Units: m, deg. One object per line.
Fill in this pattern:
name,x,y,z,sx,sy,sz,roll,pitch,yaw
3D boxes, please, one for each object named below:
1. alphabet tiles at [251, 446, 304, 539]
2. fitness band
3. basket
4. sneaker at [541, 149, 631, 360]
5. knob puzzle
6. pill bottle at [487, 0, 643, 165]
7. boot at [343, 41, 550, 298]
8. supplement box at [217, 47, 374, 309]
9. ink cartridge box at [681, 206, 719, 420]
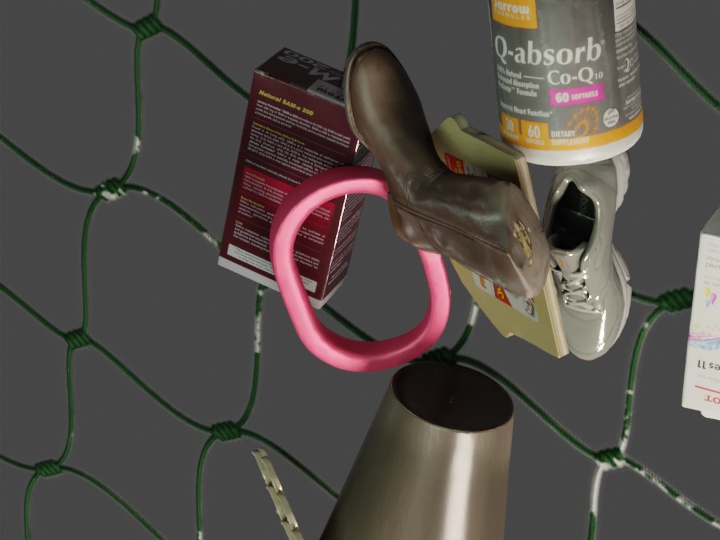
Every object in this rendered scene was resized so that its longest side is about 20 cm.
alphabet tiles,-0.054,0.263,1.856,0.014,0.201,0.196,-22,146,-5
fitness band,0.000,0.000,1.726,0.142,0.038,0.201,-16,124,5
basket,0.062,0.195,1.787,0.179,0.136,0.201,20,119,12
sneaker,0.175,-0.009,1.644,0.075,0.092,0.202,7,119,23
knob puzzle,0.108,-0.039,1.645,0.220,0.030,0.221,54,158,33
pill bottle,0.156,-0.192,1.546,0.115,0.116,0.202,4,117,26
boot,0.069,-0.080,1.562,0.200,0.064,0.188,30,145,61
supplement box,-0.051,-0.079,1.745,0.108,0.061,0.201,24,124,14
ink cartridge box,0.326,0.058,1.614,0.116,0.067,0.202,12,120,21
